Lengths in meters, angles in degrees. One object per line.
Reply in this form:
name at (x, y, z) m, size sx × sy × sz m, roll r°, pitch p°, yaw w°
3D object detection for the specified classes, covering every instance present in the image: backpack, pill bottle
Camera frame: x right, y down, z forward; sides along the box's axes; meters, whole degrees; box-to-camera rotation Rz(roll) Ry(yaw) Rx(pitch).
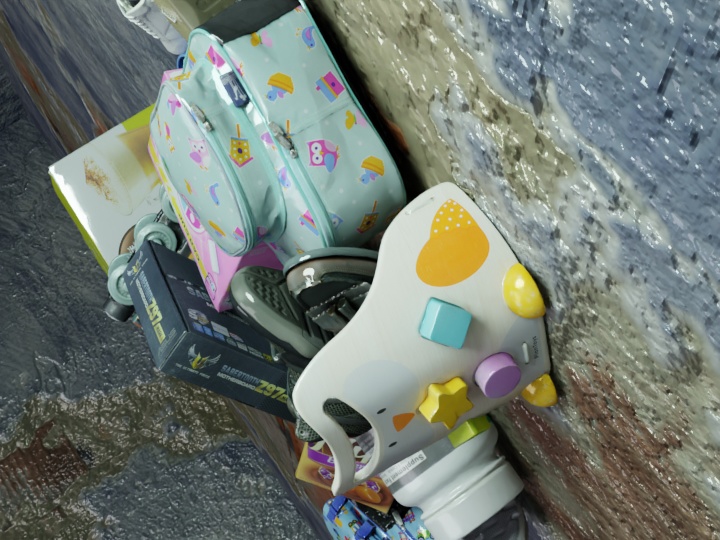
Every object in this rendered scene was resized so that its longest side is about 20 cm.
backpack at (0.068, 0.348, 1.272) m, size 0.200 × 0.134 × 0.184 m, roll 41°, pitch 159°, yaw 38°
pill bottle at (0.053, 0.140, 0.940) m, size 0.201 × 0.112 × 0.113 m, roll 54°, pitch 164°, yaw 9°
backpack at (-0.063, -0.091, 0.792) m, size 0.201 × 0.153 × 0.176 m, roll 51°, pitch 160°, yaw -5°

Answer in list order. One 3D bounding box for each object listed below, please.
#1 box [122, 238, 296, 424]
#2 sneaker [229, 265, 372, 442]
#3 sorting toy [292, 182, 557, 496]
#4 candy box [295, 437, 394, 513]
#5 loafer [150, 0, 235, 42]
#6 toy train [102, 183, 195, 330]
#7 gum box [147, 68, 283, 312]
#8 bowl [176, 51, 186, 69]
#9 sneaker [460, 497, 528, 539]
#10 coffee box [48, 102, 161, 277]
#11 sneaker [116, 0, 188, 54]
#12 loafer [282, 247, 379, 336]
box at (-0.122, 0.063, 0.995) m, size 0.199 × 0.051 × 0.158 m, roll 29°, pitch -165°, yaw -37°
sneaker at (-0.045, 0.077, 0.831) m, size 0.199 × 0.114 × 0.077 m, roll 33°, pitch -153°, yaw -36°
sorting toy at (0.039, 0.077, 0.735) m, size 0.107 × 0.179 × 0.201 m, roll 42°, pitch 159°, yaw 43°
candy box at (0.001, 0.183, 1.117) m, size 0.115 × 0.057 × 0.201 m, roll 20°, pitch 143°, yaw 3°
loafer at (-0.150, -0.247, 0.885) m, size 0.067 × 0.076 × 0.202 m, roll 5°, pitch 126°, yaw 63°
toy train at (-0.198, -0.017, 1.141) m, size 0.113 × 0.201 × 0.085 m, roll 33°, pitch -178°, yaw -17°
gum box at (-0.129, -0.082, 0.944) m, size 0.202 × 0.065 × 0.114 m, roll 64°, pitch 149°, yaw 20°
bowl at (-0.121, -0.141, 1.070) m, size 0.201 × 0.039 × 0.201 m, roll 52°, pitch 164°, yaw 21°
sneaker at (0.122, 0.240, 1.041) m, size 0.082 × 0.075 × 0.200 m, roll 47°, pitch 175°, yaw -21°
coffee box at (-0.248, -0.075, 1.284) m, size 0.201 × 0.197 × 0.200 m, roll 58°, pitch 167°, yaw -3°
sneaker at (-0.197, -0.264, 0.992) m, size 0.077 × 0.080 × 0.200 m, roll 52°, pitch 165°, yaw 12°
loafer at (0.018, 0.034, 0.786) m, size 0.199 × 0.071 × 0.064 m, roll 21°, pitch -128°, yaw -54°
